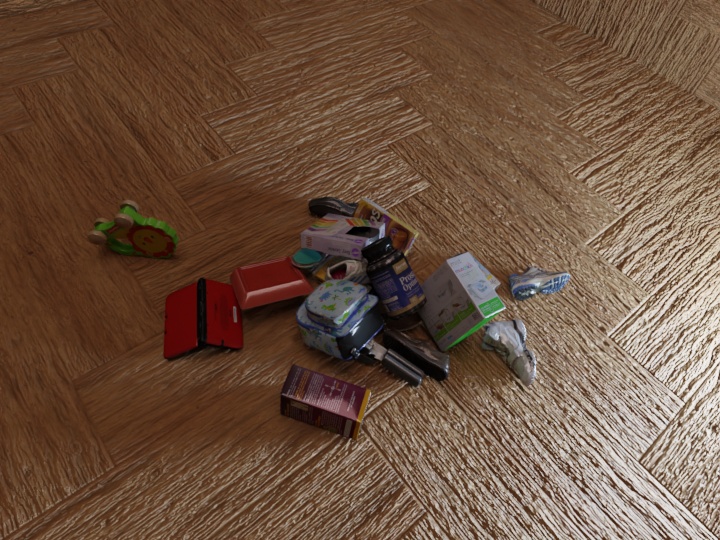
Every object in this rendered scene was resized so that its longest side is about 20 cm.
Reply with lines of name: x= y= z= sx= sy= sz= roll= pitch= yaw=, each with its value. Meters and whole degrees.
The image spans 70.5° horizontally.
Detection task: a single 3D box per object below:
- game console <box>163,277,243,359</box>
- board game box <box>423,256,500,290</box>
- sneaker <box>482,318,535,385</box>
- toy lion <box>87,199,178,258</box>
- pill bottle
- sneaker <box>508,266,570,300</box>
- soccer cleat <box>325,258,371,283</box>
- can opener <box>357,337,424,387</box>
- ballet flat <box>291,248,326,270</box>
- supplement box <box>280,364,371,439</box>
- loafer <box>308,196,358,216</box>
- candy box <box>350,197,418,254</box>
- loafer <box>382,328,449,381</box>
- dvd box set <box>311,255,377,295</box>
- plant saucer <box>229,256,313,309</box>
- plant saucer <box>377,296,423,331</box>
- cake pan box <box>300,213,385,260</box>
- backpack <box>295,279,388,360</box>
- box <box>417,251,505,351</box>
game console: x=-0.415 y=0.135 z=1.354 sx=0.171 sy=0.119 sz=0.202 roll=17 pitch=45 yaw=-36
board game box: x=0.298 y=0.046 z=1.508 sx=0.199 sy=0.034 sz=0.135 roll=-29 pitch=62 yaw=-26
sneaker: x=0.393 y=0.216 z=1.367 sx=0.113 sy=0.076 sz=0.202 roll=3 pitch=47 yaw=-4
toy lion: x=-0.619 y=-0.094 z=1.421 sx=0.198 sy=0.192 sz=0.069 roll=-21 pitch=45 yaw=28
pill bottle: x=0.082 y=0.017 z=1.323 sx=0.111 sy=0.112 sz=0.202 roll=-31 pitch=97 yaw=-28
sneaker: x=0.536 y=0.021 z=1.535 sx=0.197 sy=0.078 sz=0.086 roll=-10 pitch=50 yaw=-15
soccer cleat: x=0.000 y=0.000 z=1.379 sx=0.197 sy=0.087 sz=0.071 roll=-16 pitch=68 yaw=-2
can opener: x=0.071 y=0.236 z=1.322 sx=0.198 sy=0.067 sz=0.053 roll=29 pitch=34 yaw=8
ballet flat: x=-0.135 y=-0.042 z=1.484 sx=0.069 sy=0.072 sz=0.200 roll=36 pitch=41 yaw=9
supplement box: x=-0.084 y=0.311 z=1.203 sx=0.197 sy=0.111 sz=0.086 roll=17 pitch=51 yaw=6
loafer: x=-0.070 y=-0.180 z=1.611 sx=0.197 sy=0.073 sz=0.073 roll=8 pitch=56 yaw=0
candy box: x=0.061 y=-0.117 z=1.536 sx=0.199 sy=0.118 sz=0.056 roll=35 pitch=18 yaw=14
loafer: x=0.149 y=0.214 z=1.344 sx=0.199 sy=0.073 sz=0.071 roll=32 pitch=44 yaw=11
dvd box set: x=-0.021 y=0.012 z=1.461 sx=0.199 sy=0.030 sz=0.146 roll=29 pitch=57 yaw=31
plant saucer: x=-0.249 y=0.022 z=1.398 sx=0.197 sy=0.037 sz=0.200 roll=-13 pitch=30 yaw=-18
plant saucer: x=0.092 y=0.092 z=1.443 sx=0.197 sy=0.037 sz=0.202 roll=4 pitch=53 yaw=-5
cake pan box: x=-0.043 y=-0.099 z=1.448 sx=0.197 sy=0.053 sz=0.184 roll=13 pitch=30 yaw=21
backpack: x=-0.064 y=0.113 z=1.311 sx=0.198 sy=0.148 sz=0.183 roll=9 pitch=39 yaw=38
box: x=0.245 y=0.084 z=1.338 sx=0.096 sy=0.200 sz=0.178 roll=-18 pitch=67 yaw=-36
